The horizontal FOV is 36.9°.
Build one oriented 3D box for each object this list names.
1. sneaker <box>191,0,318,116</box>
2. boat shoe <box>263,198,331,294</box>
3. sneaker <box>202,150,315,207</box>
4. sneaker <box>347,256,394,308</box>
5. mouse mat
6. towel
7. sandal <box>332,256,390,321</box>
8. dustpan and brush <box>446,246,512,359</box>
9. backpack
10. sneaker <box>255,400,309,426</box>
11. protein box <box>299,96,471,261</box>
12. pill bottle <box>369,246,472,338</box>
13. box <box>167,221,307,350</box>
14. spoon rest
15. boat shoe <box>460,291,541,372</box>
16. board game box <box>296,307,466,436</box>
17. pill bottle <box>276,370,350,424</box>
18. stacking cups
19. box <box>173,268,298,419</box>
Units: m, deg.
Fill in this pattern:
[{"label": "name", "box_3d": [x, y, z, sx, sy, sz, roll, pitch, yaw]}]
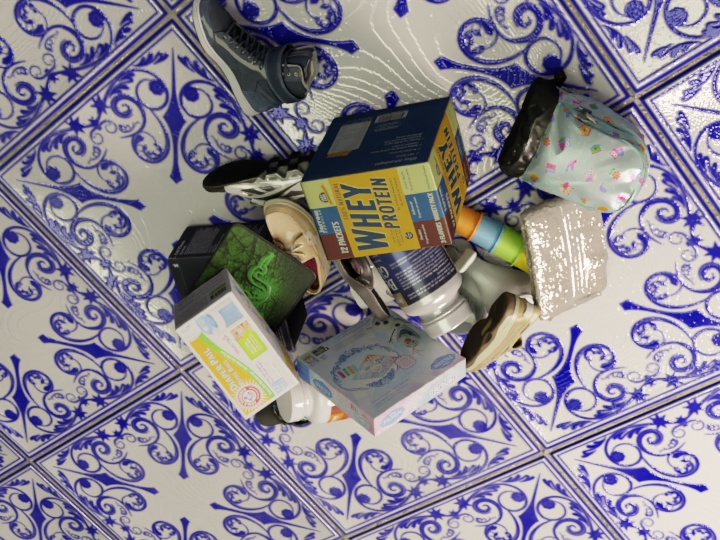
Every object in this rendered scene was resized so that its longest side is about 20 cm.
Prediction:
[{"label": "sneaker", "box_3d": [-0.146, -0.327, 1.575, 0.145, 0.077, 0.203, -6, 133, 33]}, {"label": "boat shoe", "box_3d": [-0.100, -0.035, 1.745, 0.073, 0.070, 0.201, -9, 141, 22]}, {"label": "sneaker", "box_3d": [-0.155, -0.130, 1.725, 0.197, 0.075, 0.089, -4, 127, 14]}, {"label": "sneaker", "box_3d": [0.005, -0.027, 1.756, 0.080, 0.077, 0.201, -13, 130, 23]}, {"label": "mouse mat", "box_3d": [-0.181, 0.027, 1.757, 0.160, 0.008, 0.200, 32, 126, -8]}, {"label": "towel", "box_3d": [0.313, -0.025, 1.648, 0.131, 0.034, 0.202, -25, 122, -15]}, {"label": "sandal", "box_3d": [0.000, 0.000, 1.696, 0.048, 0.076, 0.201, -33, 132, 7]}, {"label": "dustpan and brush", "box_3d": [0.178, 0.071, 1.779, 0.199, 0.057, 0.140, 38, 125, -12]}, {"label": "backpack", "box_3d": [0.311, -0.167, 1.536, 0.198, 0.127, 0.168, 22, 124, -4]}, {"label": "sneaker", "box_3d": [-0.123, 0.245, 1.967, 0.199, 0.080, 0.076, -29, 114, 32]}, {"label": "protein box", "box_3d": [0.043, -0.136, 1.586, 0.196, 0.201, 0.136, -7, 122, 20]}, {"label": "pill bottle", "box_3d": [0.091, 0.000, 1.696, 0.110, 0.111, 0.201, -28, 97, 30]}, {"label": "box", "box_3d": [-0.205, 0.029, 1.833, 0.179, 0.105, 0.202, -2, 123, 15]}, {"label": "spoon rest", "box_3d": [0.221, 0.025, 1.720, 0.199, 0.061, 0.100, 38, 96, -32]}, {"label": "boat shoe", "box_3d": [0.222, 0.110, 1.711, 0.075, 0.072, 0.200, 15, 147, -13]}, {"label": "board game box", "box_3d": [0.033, 0.157, 1.745, 0.198, 0.199, 0.044, 32, 139, 41]}, {"label": "pill bottle", "box_3d": [-0.040, 0.200, 1.845, 0.197, 0.113, 0.113, -8, 131, -23]}, {"label": "stacking cups", "box_3d": [0.199, -0.063, 1.686, 0.198, 0.061, 0.061, 30, 127, -2]}, {"label": "box", "box_3d": [-0.200, 0.120, 1.736, 0.112, 0.102, 0.201, -34, 113, 2]}]
